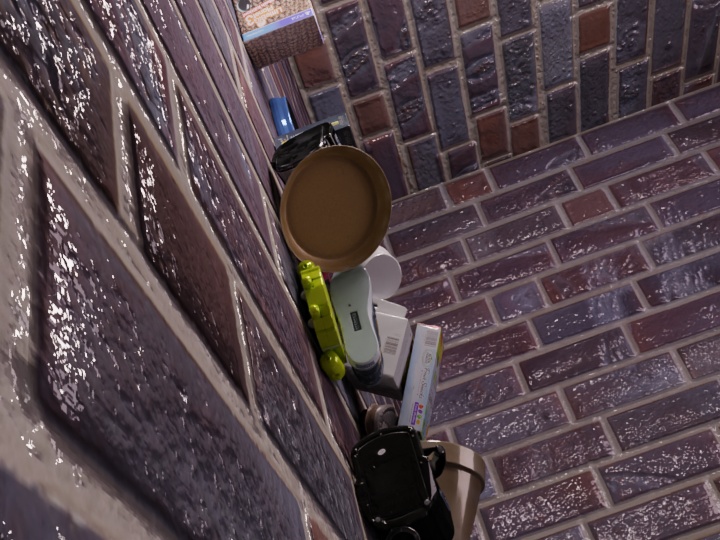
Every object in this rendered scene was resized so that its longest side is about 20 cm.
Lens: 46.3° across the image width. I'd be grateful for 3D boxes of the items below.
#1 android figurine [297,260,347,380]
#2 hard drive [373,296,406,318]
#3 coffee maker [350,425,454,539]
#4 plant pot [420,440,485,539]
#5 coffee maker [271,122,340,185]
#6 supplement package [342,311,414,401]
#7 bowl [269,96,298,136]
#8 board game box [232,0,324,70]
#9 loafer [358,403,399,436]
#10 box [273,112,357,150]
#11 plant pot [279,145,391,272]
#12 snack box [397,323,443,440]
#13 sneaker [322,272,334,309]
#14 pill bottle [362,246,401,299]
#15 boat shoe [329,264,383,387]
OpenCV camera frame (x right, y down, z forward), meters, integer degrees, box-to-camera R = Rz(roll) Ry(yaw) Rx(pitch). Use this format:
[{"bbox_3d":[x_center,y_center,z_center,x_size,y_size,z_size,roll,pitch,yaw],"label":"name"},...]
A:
[{"bbox_3d":[-0.059,0.072,1.294,0.201,0.040,0.185,73,1,-68],"label":"android figurine"},{"bbox_3d":[0.017,0.088,1.634,0.200,0.129,0.027,101,8,-73],"label":"hard drive"},{"bbox_3d":[0.063,0.360,1.252,0.201,0.132,0.195,66,28,-53],"label":"coffee maker"},{"bbox_3d":[0.125,0.423,1.479,0.202,0.195,0.176,68,19,-50],"label":"plant pot"},{"bbox_3d":[-0.065,-0.139,1.463,0.202,0.133,0.192,62,-10,-23],"label":"coffee maker"},{"bbox_3d":[0.038,0.162,1.596,0.200,0.107,0.116,65,39,-67],"label":"supplement package"},{"bbox_3d":[-0.155,-0.297,1.913,0.201,0.039,0.205,-19,91,-87],"label":"bowl"},{"bbox_3d":[-0.183,-0.557,1.785,0.097,0.156,0.203,64,8,-65],"label":"board game box"},{"bbox_3d":[0.027,0.283,1.517,0.200,0.069,0.075,67,33,-69],"label":"loafer"},{"bbox_3d":[-0.073,-0.206,1.712,0.052,0.155,0.202,-108,177,-45],"label":"box"},{"bbox_3d":[-0.042,-0.099,1.353,0.027,0.197,0.204,26,-41,62],"label":"plant pot"},{"bbox_3d":[0.118,0.221,1.619,0.143,0.052,0.204,67,34,-67],"label":"snack box"},{"bbox_3d":[-0.059,-0.004,1.539,0.074,0.081,0.200,36,9,-23],"label":"sneaker"},{"bbox_3d":[0.000,0.000,1.646,0.199,0.111,0.114,15,-52,65],"label":"pill bottle"},{"bbox_3d":[-0.006,0.088,1.377,0.092,0.069,0.204,78,3,-55],"label":"boat shoe"}]
